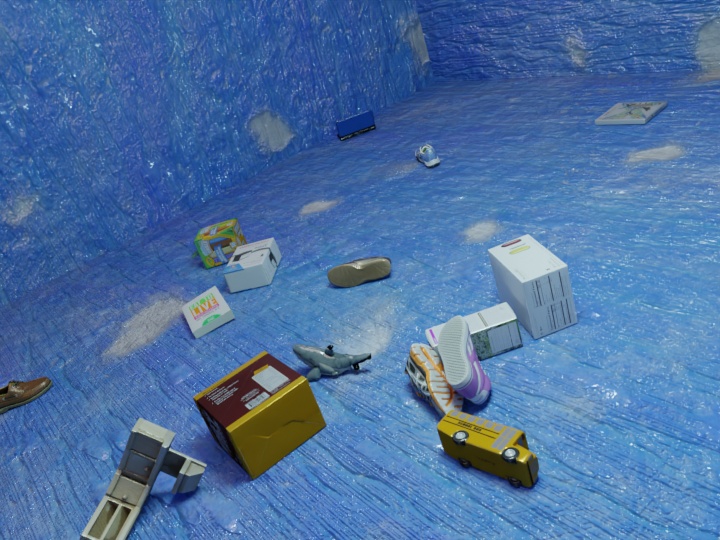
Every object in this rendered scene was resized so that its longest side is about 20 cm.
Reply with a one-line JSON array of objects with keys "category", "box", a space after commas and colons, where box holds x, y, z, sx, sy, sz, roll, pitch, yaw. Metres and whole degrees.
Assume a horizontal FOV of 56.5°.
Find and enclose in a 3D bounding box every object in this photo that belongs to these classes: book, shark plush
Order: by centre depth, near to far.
[{"category": "shark plush", "box": [-0.071, 0.214, 1.605, 0.199, 0.084, 0.091, 3, 33, 39]}, {"category": "book", "box": [-0.482, 0.133, 2.105, 0.133, 0.048, 0.200, -30, 29, -13]}]

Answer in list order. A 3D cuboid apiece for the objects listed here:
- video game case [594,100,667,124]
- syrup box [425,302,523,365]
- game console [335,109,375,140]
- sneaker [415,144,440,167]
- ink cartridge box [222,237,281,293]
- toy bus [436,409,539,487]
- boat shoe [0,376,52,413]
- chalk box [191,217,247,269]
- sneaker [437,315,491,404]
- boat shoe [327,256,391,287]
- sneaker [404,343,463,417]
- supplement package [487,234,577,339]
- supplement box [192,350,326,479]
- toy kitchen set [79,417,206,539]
[{"category": "video game case", "box": [1.020, -0.594, 2.527, 0.182, 0.022, 0.200, -36, 31, -31]}, {"category": "syrup box", "box": [0.255, 0.152, 1.510, 0.199, 0.079, 0.082, -19, 26, 1]}, {"category": "game console", "box": [-0.032, -0.765, 3.481, 0.199, 0.119, 0.171, -20, 26, -2]}, {"category": "sneaker", "box": [0.274, -0.486, 2.764, 0.075, 0.077, 0.200, -24, 24, -6]}, {"category": "ink cartridge box", "box": [-0.364, -0.020, 2.271, 0.144, 0.084, 0.200, -14, 26, 12]}, {"category": "toy bus", "box": [0.232, 0.319, 1.212, 0.199, 0.065, 0.078, 8, 35, 45]}, {"category": "boat shoe", "box": [-1.024, 0.362, 1.989, 0.199, 0.068, 0.072, -27, 25, -19]}, {"category": "chalk box", "box": [-0.539, -0.097, 2.499, 0.199, 0.124, 0.125, -17, 25, 5]}, {"category": "sneaker", "box": [0.223, 0.194, 1.407, 0.073, 0.114, 0.201, -31, 33, 28]}, {"category": "boat shoe", "box": [0.000, 0.000, 2.006, 0.199, 0.072, 0.065, -14, 14, 18]}, {"category": "sneaker", "box": [0.152, 0.244, 1.415, 0.078, 0.077, 0.200, 10, 32, -27]}, {"category": "supplement package", "box": [0.397, 0.033, 1.557, 0.110, 0.156, 0.200, -21, 26, -4]}, {"category": "supplement box", "box": [-0.223, 0.308, 1.467, 0.197, 0.133, 0.200, -32, 28, -25]}, {"category": "toy kitchen set", "box": [-0.419, 0.444, 1.322, 0.163, 0.200, 0.181, 25, 30, -5]}]
